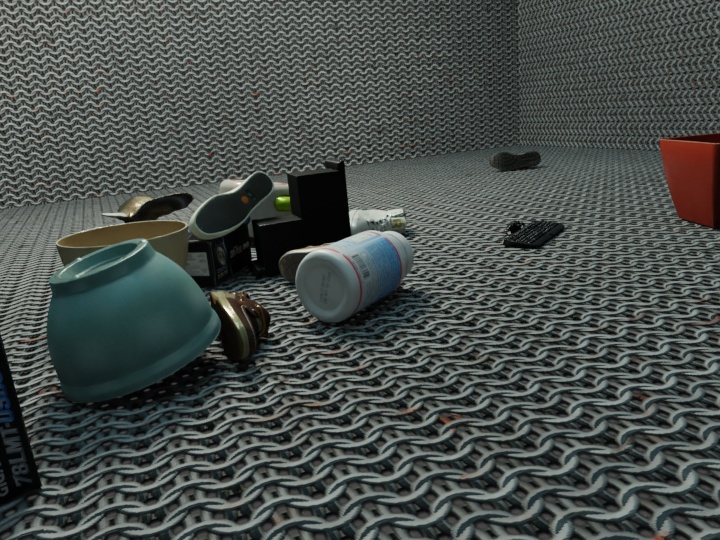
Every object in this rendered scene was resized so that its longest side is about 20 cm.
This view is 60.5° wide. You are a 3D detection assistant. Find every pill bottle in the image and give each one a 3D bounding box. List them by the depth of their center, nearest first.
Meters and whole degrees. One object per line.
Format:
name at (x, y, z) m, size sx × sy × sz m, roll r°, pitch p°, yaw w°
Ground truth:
pill bottle at (0.000, 0.000, 0.949) m, size 0.109 × 0.109 × 0.200 m, roll 5°, pitch 18°, yaw 33°

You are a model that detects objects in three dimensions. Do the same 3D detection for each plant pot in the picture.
plant pot at (-0.288, 0.044, 0.745) m, size 0.200 × 0.134 × 0.200 m, roll -16°, pitch 20°, yaw 6°
plant pot at (-0.373, 0.003, 1.004) m, size 0.200 × 0.135 × 0.200 m, roll -5°, pitch 15°, yaw 1°
plant pot at (0.764, -0.190, 1.281) m, size 0.200 × 0.177 × 0.200 m, roll -7°, pitch 15°, yaw -4°

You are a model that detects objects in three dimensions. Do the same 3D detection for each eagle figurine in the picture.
eagle figurine at (-0.539, -0.138, 1.558) m, size 0.152 × 0.200 × 0.151 m, roll 27°, pitch -26°, yaw 0°

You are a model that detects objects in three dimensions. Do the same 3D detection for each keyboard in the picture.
keyboard at (0.356, -0.090, 1.305) m, size 0.104 × 0.040 × 0.200 m, roll 6°, pitch 17°, yaw 32°

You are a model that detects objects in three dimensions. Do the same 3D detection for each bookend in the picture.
bookend at (-0.128, -0.106, 1.207) m, size 0.200 × 0.199 × 0.092 m, roll -12°, pitch 16°, yaw -19°

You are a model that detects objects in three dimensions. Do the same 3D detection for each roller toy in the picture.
roller toy at (-0.256, -0.148, 1.516) m, size 0.182 × 0.140 × 0.200 m, roll 2°, pitch 10°, yaw -18°

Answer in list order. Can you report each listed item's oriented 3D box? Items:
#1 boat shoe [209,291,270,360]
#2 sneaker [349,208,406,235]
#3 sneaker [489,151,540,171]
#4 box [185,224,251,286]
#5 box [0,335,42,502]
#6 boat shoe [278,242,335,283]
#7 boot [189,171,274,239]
boat shoe at (-0.157, 0.065, 0.839) m, size 0.072 × 0.072 × 0.200 m, roll -9°, pitch 11°, yaw -19°
sneaker at (0.044, -0.109, 1.408) m, size 0.115 × 0.074 × 0.200 m, roll -2°, pitch 14°, yaw 21°
sneaker at (0.604, -0.426, 2.444) m, size 0.199 × 0.076 × 0.088 m, roll -2°, pitch 0°, yaw -3°
box at (-0.340, -0.032, 1.216) m, size 0.200 × 0.086 × 0.164 m, roll -1°, pitch 15°, yaw 16°
box at (-0.361, 0.084, 0.577) m, size 0.050 × 0.199 × 0.200 m, roll -17°, pitch 20°, yaw -34°
boat shoe at (-0.044, -0.019, 1.105) m, size 0.200 × 0.076 × 0.072 m, roll 1°, pitch 14°, yaw 15°
boot at (-0.268, -0.104, 1.200) m, size 0.144 × 0.072 × 0.200 m, roll -28°, pitch 13°, yaw 49°
